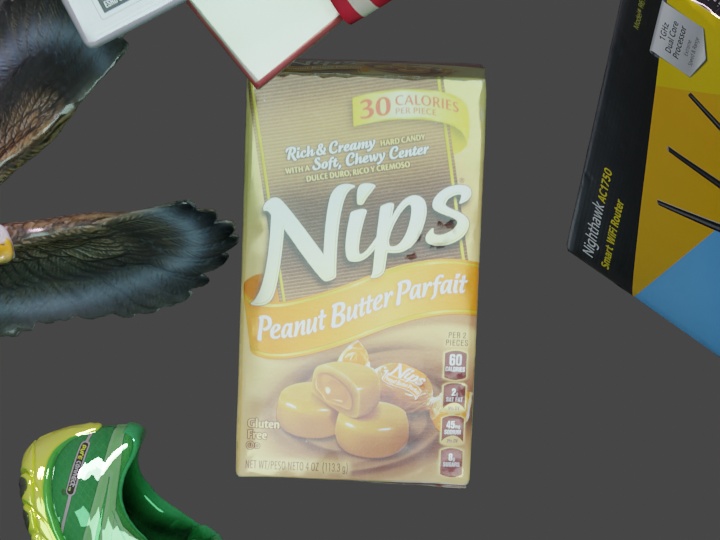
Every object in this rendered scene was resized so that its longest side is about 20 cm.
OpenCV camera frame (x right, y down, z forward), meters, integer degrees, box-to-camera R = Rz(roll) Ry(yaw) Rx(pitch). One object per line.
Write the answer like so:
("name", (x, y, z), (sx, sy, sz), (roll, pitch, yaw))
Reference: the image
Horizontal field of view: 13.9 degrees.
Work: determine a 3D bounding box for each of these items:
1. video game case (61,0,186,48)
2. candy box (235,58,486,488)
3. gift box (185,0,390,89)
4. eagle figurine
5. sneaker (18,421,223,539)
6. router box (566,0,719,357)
("video game case", (-0.067, -0.217, 1.214), (0.199, 0.022, 0.183), (-27, 101, 7))
("candy box", (0.000, 0.000, 1.432), (0.115, 0.055, 0.201), (2, 102, 0))
("gift box", (-0.027, -0.215, 1.320), (0.200, 0.187, 0.185), (-44, 99, 10))
("eagle figurine", (-0.177, -0.027, 1.406), (0.199, 0.151, 0.152), (-30, 144, -21))
("sneaker", (-0.100, 0.167, 1.459), (0.083, 0.074, 0.201), (-22, 101, 9))
("router box", (0.177, -0.044, 1.340), (0.149, 0.051, 0.201), (36, 146, 21))
